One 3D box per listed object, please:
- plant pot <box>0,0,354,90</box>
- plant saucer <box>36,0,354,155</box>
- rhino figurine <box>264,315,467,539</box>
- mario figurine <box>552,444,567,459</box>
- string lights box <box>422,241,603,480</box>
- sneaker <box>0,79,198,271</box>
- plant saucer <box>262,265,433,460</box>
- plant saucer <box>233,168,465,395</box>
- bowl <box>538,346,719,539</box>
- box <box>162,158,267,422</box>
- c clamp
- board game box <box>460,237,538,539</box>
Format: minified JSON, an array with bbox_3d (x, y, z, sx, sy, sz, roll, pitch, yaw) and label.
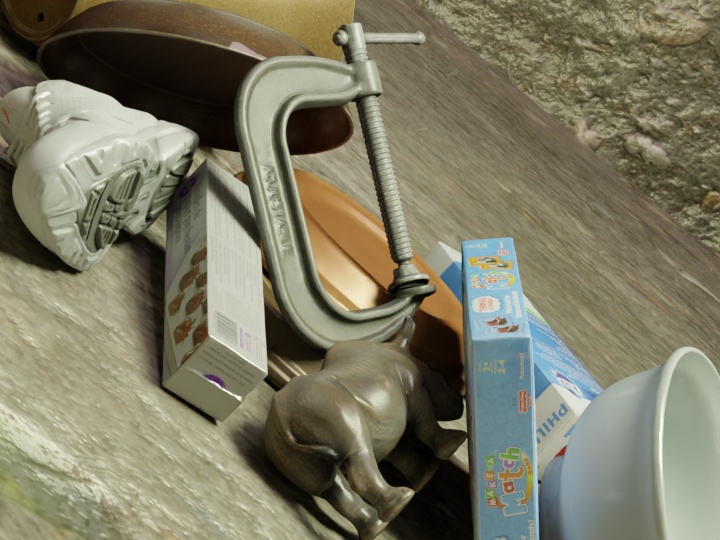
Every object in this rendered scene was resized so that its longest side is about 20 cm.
[{"bbox_3d":[-0.138,-0.191,1.312,0.200,0.187,0.186,4,36,-47],"label":"plant pot"},{"bbox_3d":[-0.098,-0.121,1.197,0.200,0.035,0.200,12,-14,3],"label":"plant saucer"},{"bbox_3d":[0.011,0.074,1.024,0.087,0.060,0.200,43,23,6],"label":"rhino figurine"},{"bbox_3d":[0.205,0.156,1.269,0.200,0.106,0.124,27,21,-52],"label":"mario figurine"},{"bbox_3d":[0.114,0.073,1.380,0.103,0.059,0.200,28,18,-43],"label":"string lights box"},{"bbox_3d":[-0.158,-0.058,1.026,0.099,0.078,0.200,30,8,4],"label":"sneaker"},{"bbox_3d":[-0.025,0.038,1.163,0.200,0.029,0.200,38,12,-10],"label":"plant saucer"},{"bbox_3d":[0.000,0.000,1.215,0.200,0.037,0.200,39,13,-11],"label":"plant saucer"},{"bbox_3d":[0.157,0.146,1.080,0.201,0.090,0.202,-9,90,-66],"label":"bowl"},{"bbox_3d":[-0.078,0.006,1.034,0.041,0.039,0.200,36,21,-23],"label":"box"},{"bbox_3d":[-0.001,-0.051,1.117,0.171,0.027,0.200,0,78,-46],"label":"c clamp"},{"bbox_3d":[0.077,0.079,1.087,0.037,0.152,0.200,-2,15,1],"label":"board game box"}]
